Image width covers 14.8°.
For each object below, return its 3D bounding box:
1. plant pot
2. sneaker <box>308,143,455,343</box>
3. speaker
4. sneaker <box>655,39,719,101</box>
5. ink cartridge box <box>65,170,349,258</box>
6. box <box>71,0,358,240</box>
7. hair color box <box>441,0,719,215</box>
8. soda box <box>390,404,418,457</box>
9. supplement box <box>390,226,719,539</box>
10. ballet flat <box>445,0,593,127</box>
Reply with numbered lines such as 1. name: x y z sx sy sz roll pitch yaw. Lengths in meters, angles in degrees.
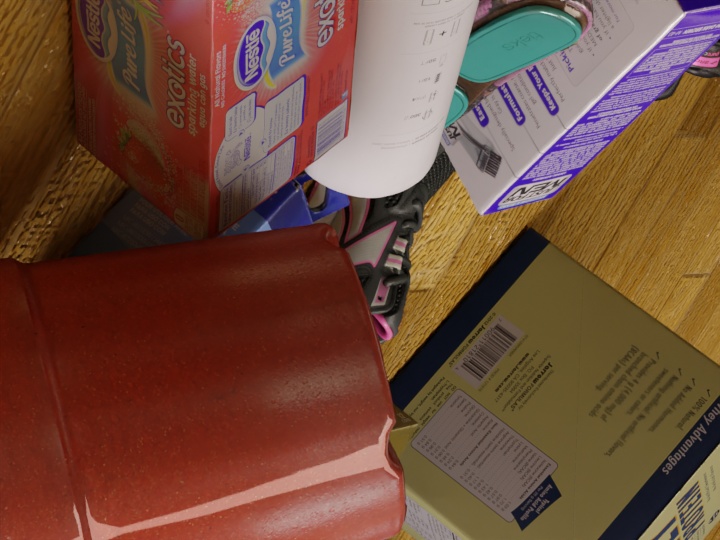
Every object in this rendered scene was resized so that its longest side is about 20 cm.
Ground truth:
1. plant pot: -0.090 0.072 1.259 0.194 0.201 0.201 -12 146 -9
2. sneaker: 0.000 0.000 1.573 0.200 0.086 0.080 -48 159 -13
3. speaker: 0.015 -0.120 1.337 0.081 0.081 0.200 -40 161 -28
4. sneaker: 0.214 -0.163 1.671 0.076 0.084 0.200 -6 162 -21
5. ink cartridge box: -0.090 0.014 1.439 0.200 0.076 0.137 -49 157 -14
6. box: -0.067 -0.124 1.256 0.103 0.095 0.200 -40 154 -29
7. hair color box: 0.111 -0.129 1.481 0.065 0.110 0.200 -13 158 -41
8. soda box: -0.046 0.164 1.747 0.068 0.064 0.201 -7 130 -60
9. supplement box: 0.134 0.122 1.858 0.200 0.199 0.134 -48 157 -12
10. ballet flat: 0.047 -0.122 1.465 0.069 0.071 0.200 29 140 -31
